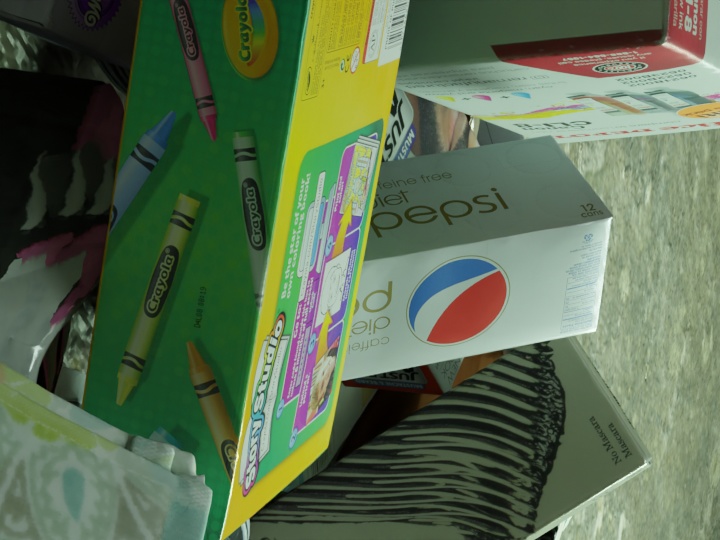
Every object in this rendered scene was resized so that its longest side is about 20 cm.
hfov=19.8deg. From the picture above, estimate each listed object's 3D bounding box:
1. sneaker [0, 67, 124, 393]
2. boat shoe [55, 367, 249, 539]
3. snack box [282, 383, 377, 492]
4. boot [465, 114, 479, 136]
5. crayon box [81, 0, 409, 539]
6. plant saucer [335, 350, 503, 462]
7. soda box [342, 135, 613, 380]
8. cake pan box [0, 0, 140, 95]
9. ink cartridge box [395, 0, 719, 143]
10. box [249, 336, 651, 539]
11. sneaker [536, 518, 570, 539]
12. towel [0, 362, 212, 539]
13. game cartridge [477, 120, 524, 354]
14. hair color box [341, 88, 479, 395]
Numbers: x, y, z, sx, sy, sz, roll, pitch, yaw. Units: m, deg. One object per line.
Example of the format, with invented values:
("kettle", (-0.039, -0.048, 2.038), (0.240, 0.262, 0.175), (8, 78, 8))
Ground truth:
("sneaker", (-0.137, 0.025, 0.713), (0.086, 0.080, 0.200), (132, -24, -68))
("boat shoe", (-0.091, 0.103, 0.831), (0.068, 0.072, 0.200), (67, 5, 28))
("snack box", (-0.005, 0.009, 1.080), (0.200, 0.037, 0.116), (-54, 150, -45))
("boot", (0.054, -0.157, 1.059), (0.146, 0.070, 0.200), (-47, 139, -49))
("crayon box", (-0.039, -0.019, 0.717), (0.119, 0.058, 0.200), (-33, 135, -69))
("plant saucer", (0.015, 0.117, 1.100), (0.200, 0.037, 0.200), (-62, -169, 20))
("soda box", (0.000, 0.000, 0.865), (0.068, 0.200, 0.064), (-119, -154, -48))
("cake pan box", (-0.044, -0.153, 0.767), (0.184, 0.052, 0.200), (23, 88, -54))
("ink cartridge box", (0.106, -0.145, 0.926), (0.200, 0.145, 0.145), (10, 78, -60))
("box", (0.033, 0.110, 0.970), (0.200, 0.082, 0.068), (-34, 171, 5))
("sneaker", (0.124, 0.184, 1.498), (0.093, 0.070, 0.200), (72, 35, -47))
("towel", (-0.141, 0.104, 0.586), (0.048, 0.171, 0.200), (-42, -155, 48))
("game cartridge", (0.078, -0.019, 1.130), (0.133, 0.041, 0.200), (90, -11, -58))
("hair color box", (0.001, -0.045, 0.958), (0.111, 0.064, 0.200), (-66, 146, -31))
